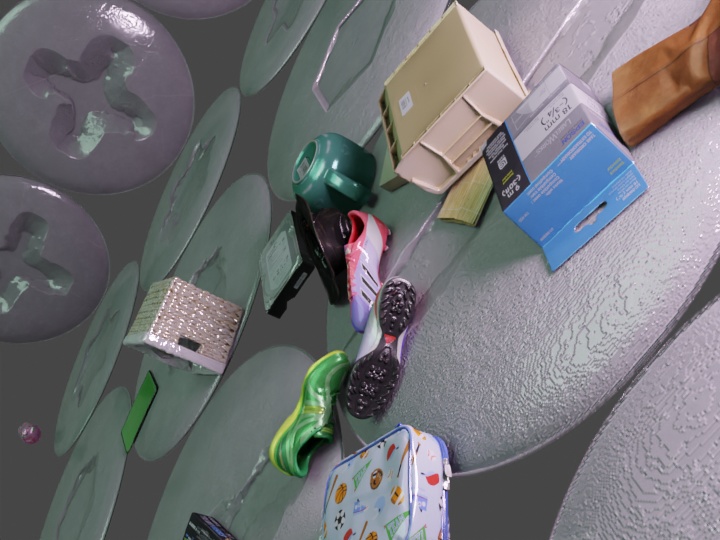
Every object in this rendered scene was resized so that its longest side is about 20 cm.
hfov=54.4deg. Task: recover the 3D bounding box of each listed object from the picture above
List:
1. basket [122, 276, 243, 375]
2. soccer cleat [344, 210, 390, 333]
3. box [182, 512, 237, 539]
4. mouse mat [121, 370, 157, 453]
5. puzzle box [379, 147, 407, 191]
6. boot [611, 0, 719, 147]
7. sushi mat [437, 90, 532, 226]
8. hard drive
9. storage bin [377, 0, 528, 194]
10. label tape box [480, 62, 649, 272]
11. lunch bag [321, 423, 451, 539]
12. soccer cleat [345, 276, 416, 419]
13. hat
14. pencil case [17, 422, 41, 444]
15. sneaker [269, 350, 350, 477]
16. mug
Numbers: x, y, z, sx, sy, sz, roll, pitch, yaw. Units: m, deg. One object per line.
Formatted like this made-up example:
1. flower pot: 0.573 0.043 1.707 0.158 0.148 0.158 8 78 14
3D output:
1. basket: -0.398 0.128 1.578 0.199 0.196 0.164 -10 57 58
2. soccer cleat: 0.000 0.000 1.100 0.066 0.075 0.204 -28 44 48
3. box: -0.275 0.539 1.186 0.199 0.049 0.203 -4 66 59
4. mouse mat: -0.623 0.394 1.968 0.160 0.007 0.204 24 91 63
5. puzzle box: 0.096 -0.244 1.182 0.132 0.025 0.204 -23 49 53
6. boot: 0.348 -0.250 0.725 0.199 0.067 0.193 -36 46 55
7. sushi mat: 0.175 -0.159 0.985 0.204 0.012 0.095 -66 25 -1
8. hard drive: -0.156 -0.017 1.435 0.141 0.037 0.202 -53 29 23
9. storage bin: 0.125 -0.249 1.020 0.198 0.093 0.203 -44 36 31
10. label tape box: 0.226 -0.124 0.813 0.144 0.062 0.203 -47 32 32
11. lunch bag: 0.030 0.276 0.830 0.199 0.075 0.163 -40 34 42
12. soccer cleat: 0.028 0.109 0.992 0.073 0.067 0.204 144 144 -82
13. hat: -0.048 -0.047 1.208 0.200 0.079 0.205 160 91 -78
14. pencil case: -1.506 0.738 3.181 0.198 0.086 0.089 -9 60 57
15. sneaker: -0.061 0.219 1.060 0.083 0.074 0.203 25 87 38
16. mug: -0.051 -0.181 1.296 0.184 0.113 0.155 -22 49 53
